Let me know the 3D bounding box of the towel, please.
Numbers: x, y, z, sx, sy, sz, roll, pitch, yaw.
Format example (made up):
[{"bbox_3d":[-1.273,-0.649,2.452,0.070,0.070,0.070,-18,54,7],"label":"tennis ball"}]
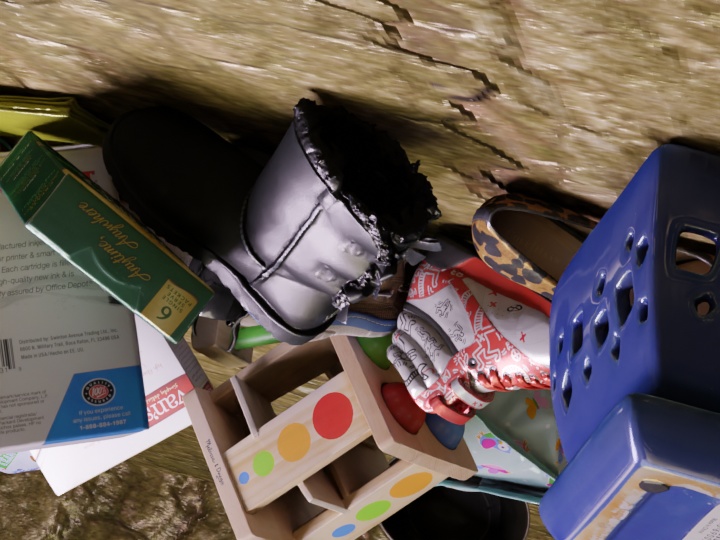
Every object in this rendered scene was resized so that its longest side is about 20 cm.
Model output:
[{"bbox_3d":[-0.254,-0.107,1.525,0.199,0.018,0.086,8,172,26],"label":"towel"}]

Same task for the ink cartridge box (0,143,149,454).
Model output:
[{"bbox_3d":[-0.235,0.023,1.567,0.145,0.201,0.084,-6,175,-16],"label":"ink cartridge box"}]

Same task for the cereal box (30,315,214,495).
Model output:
[{"bbox_3d":[-0.214,0.049,1.683,0.143,0.201,0.040,-29,-173,17],"label":"cereal box"}]

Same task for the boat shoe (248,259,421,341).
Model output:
[{"bbox_3d":[0.000,0.000,1.531,0.072,0.072,0.200,43,-157,13],"label":"boat shoe"}]

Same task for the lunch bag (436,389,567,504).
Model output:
[{"bbox_3d":[0.110,0.113,1.761,0.200,0.122,0.170,43,156,-28],"label":"lunch bag"}]

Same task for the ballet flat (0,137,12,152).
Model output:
[{"bbox_3d":[-0.302,-0.053,1.686,0.069,0.071,0.200,32,164,-16],"label":"ballet flat"}]

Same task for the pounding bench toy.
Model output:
[{"bbox_3d":[-0.028,0.082,1.635,0.156,0.201,0.124,-35,150,19],"label":"pounding bench toy"}]

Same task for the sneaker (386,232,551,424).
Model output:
[{"bbox_3d":[0.100,0.063,1.499,0.201,0.108,0.067,33,-169,40],"label":"sneaker"}]

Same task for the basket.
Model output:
[{"bbox_3d":[0.103,0.279,2.632,0.179,0.137,0.200,18,172,4],"label":"basket"}]

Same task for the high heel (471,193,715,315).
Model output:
[{"bbox_3d":[0.166,0.006,1.386,0.199,0.072,0.142,17,175,27],"label":"high heel"}]

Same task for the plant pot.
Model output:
[{"bbox_3d":[0.212,0.071,1.260,0.199,0.181,0.200,17,152,-6],"label":"plant pot"}]

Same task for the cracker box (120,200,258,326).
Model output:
[{"bbox_3d":[-0.100,0.000,1.729,0.199,0.058,0.134,10,167,23],"label":"cracker box"}]

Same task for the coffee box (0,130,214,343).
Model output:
[{"bbox_3d":[-0.165,-0.024,1.433,0.123,0.044,0.200,41,179,-17],"label":"coffee box"}]

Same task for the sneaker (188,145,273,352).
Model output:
[{"bbox_3d":[-0.081,-0.012,1.525,0.060,0.105,0.200,18,168,-4],"label":"sneaker"}]

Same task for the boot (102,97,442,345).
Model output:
[{"bbox_3d":[-0.053,-0.052,1.361,0.198,0.073,0.162,46,145,0],"label":"boot"}]

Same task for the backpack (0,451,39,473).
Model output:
[{"bbox_3d":[-0.251,0.063,1.805,0.153,0.192,0.200,-4,-177,18],"label":"backpack"}]
